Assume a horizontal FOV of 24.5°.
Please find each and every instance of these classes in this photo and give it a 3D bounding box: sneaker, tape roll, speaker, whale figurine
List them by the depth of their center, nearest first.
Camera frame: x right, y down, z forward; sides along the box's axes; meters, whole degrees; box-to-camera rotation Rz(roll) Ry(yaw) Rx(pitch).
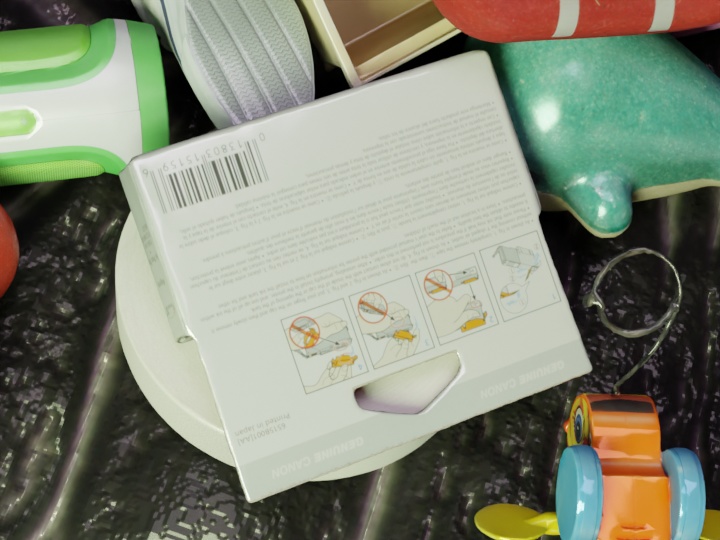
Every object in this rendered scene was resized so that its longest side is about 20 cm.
[{"bbox_3d":[-0.029,0.010,0.870,0.200,0.037,0.205,3,61,-6],"label":"tape roll"},{"bbox_3d":[-0.203,-0.083,0.871,0.197,0.089,0.089,-7,61,-11],"label":"speaker"},{"bbox_3d":[-0.082,-0.141,0.911,0.072,0.071,0.202,-16,69,-22],"label":"sneaker"},{"bbox_3d":[0.150,-0.095,0.911,0.198,0.104,0.160,15,59,5],"label":"whale figurine"}]

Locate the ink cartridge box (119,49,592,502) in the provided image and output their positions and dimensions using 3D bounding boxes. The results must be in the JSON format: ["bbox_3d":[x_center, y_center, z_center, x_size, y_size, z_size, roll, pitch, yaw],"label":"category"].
[{"bbox_3d":[0.000,0.000,0.836,0.198,0.044,0.176,-19,89,-18],"label":"ink cartridge box"}]

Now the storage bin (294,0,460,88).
[{"bbox_3d":[0.029,-0.235,0.887,0.197,0.094,0.202,-29,104,-7],"label":"storage bin"}]

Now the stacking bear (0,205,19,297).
[{"bbox_3d":[-0.231,0.037,0.792,0.112,0.122,0.201,18,52,6],"label":"stacking bear"}]

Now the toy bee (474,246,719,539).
[{"bbox_3d":[0.132,0.104,0.814,0.130,0.109,0.202,23,85,-3],"label":"toy bee"}]

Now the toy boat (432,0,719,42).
[{"bbox_3d":[0.129,-0.179,0.805,0.197,0.131,0.132,-5,100,-13],"label":"toy boat"}]

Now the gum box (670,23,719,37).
[{"bbox_3d":[0.241,-0.235,0.997,0.199,0.066,0.114,-35,104,-24],"label":"gum box"}]
